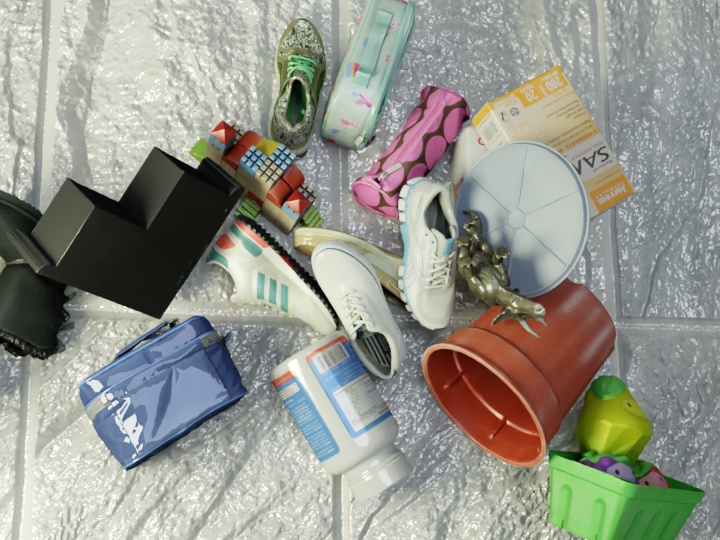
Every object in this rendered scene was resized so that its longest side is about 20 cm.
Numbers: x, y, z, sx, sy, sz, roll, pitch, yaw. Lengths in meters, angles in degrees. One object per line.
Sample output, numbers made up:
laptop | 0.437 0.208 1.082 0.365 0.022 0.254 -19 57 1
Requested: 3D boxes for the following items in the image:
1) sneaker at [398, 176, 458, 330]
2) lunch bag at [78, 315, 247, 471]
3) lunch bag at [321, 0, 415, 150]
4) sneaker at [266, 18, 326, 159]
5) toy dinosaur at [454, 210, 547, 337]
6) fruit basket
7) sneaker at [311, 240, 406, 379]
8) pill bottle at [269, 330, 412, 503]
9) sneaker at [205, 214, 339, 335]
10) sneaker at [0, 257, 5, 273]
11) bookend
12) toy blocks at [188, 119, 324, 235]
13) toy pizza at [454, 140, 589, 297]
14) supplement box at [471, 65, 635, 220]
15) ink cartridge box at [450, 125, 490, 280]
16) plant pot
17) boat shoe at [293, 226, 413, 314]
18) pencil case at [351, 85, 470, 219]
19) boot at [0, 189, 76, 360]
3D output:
sneaker | 0.094 -0.020 1.454 0.075 0.087 0.201 -10 97 -22
lunch bag | -0.238 0.138 1.382 0.199 0.136 0.133 -32 86 -18
lunch bag | 0.011 -0.265 1.519 0.077 0.160 0.201 20 73 -7
sneaker | -0.080 -0.256 1.534 0.076 0.089 0.201 6 75 -11
toy dinosaur | 0.151 -0.001 1.408 0.077 0.103 0.200 -24 41 -11
fruit basket | 0.339 0.244 1.453 0.215 0.155 0.217 -15 112 -41
sneaker | 0.002 0.052 1.449 0.073 0.071 0.200 -28 111 16
pill bottle | -0.021 0.188 1.432 0.112 0.112 0.201 -29 85 -17
sneaker | -0.117 0.025 1.482 0.093 0.070 0.200 -43 97 7
sneaker | -0.483 0.018 1.384 0.078 0.085 0.201 22 73 -7
bookend | -0.278 -0.069 1.355 0.092 0.200 0.199 39 98 40
toy blocks | -0.127 -0.128 1.469 0.200 0.137 0.100 40 72 -1
toy pizza | 0.206 -0.064 1.442 0.032 0.199 0.201 1 73 -51
supplement box | 0.256 -0.153 1.504 0.126 0.074 0.201 -30 85 -17
ink cartridge box | 0.204 -0.089 1.560 0.144 0.085 0.201 3 78 -12
plant pot | 0.217 0.114 1.470 0.201 0.201 0.195 48 64 2
boat shoe | 0.000 0.000 1.499 0.199 0.074 0.067 20 75 -8
pencil case | 0.072 -0.166 1.542 0.090 0.094 0.201 25 69 23
boot | -0.424 0.006 1.364 0.198 0.073 0.163 36 61 -42
